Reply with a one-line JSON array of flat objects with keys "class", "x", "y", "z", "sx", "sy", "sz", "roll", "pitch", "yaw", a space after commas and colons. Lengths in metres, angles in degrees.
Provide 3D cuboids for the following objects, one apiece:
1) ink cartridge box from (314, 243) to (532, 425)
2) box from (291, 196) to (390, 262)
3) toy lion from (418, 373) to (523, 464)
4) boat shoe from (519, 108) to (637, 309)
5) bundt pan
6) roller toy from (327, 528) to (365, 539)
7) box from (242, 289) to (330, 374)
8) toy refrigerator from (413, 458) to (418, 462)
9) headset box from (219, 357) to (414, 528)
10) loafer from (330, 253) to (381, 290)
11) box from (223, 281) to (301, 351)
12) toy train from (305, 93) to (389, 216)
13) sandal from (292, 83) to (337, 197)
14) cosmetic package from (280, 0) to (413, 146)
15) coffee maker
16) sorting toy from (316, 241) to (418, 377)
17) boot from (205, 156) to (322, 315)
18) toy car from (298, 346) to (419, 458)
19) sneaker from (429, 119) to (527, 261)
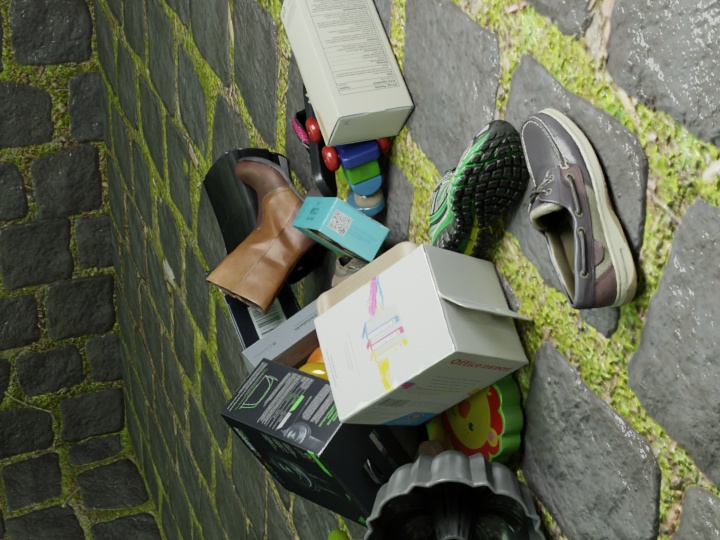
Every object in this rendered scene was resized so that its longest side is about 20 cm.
[{"class": "ink cartridge box", "x": 0.072, "y": 0.069, "z": 1.114, "sx": 0.200, "sy": 0.128, "sz": 0.126, "roll": -35, "pitch": 59, "yaw": 34}, {"class": "box", "x": -0.030, "y": -0.057, "z": 1.388, "sx": 0.049, "sy": 0.082, "sz": 0.200, "roll": -60, "pitch": 14, "yaw": -3}, {"class": "toy lion", "x": 0.115, "y": 0.143, "z": 1.222, "sx": 0.201, "sy": 0.068, "sz": 0.192, "roll": 67, "pitch": 149, "yaw": 27}, {"class": "boat shoe", "x": 0.184, "y": -0.057, "z": 0.939, "sx": 0.072, "sy": 0.064, "sz": 0.201, "roll": 122, "pitch": 133, "yaw": -62}, {"class": "bundt pan", "x": 0.104, "y": 0.277, "z": 1.155, "sx": 0.076, "sy": 0.200, "sz": 0.203, "roll": -83, "pitch": -2, "yaw": -55}, {"class": "roller toy", "x": 0.022, "y": 0.478, "z": 1.496, "sx": 0.182, "sy": 0.139, "sz": 0.202, "roll": -170, "pitch": 67, "yaw": -78}, {"class": "box", "x": -0.083, "y": 0.136, "z": 1.497, "sx": 0.041, "sy": 0.155, "sz": 0.201, "roll": 45, "pitch": 159, "yaw": 28}, {"class": "toy refrigerator", "x": 0.104, "y": 0.342, "z": 1.328, "sx": 0.076, "sy": 0.069, "sz": 0.200, "roll": 90, "pitch": 157, "yaw": -43}, {"class": "headset box", "x": -0.040, "y": 0.212, "z": 1.246, "sx": 0.199, "sy": 0.093, "sz": 0.175, "roll": 13, "pitch": 146, "yaw": 44}, {"class": "loafer", "x": 0.000, "y": 0.000, "z": 1.417, "sx": 0.200, "sy": 0.071, "sz": 0.063, "roll": 159, "pitch": 106, "yaw": -71}, {"class": "box", "x": -0.122, "y": 0.121, "z": 1.637, "sx": 0.200, "sy": 0.104, "sz": 0.149, "roll": 72, "pitch": 173, "yaw": -57}, {"class": "toy train", "x": -0.023, "y": -0.168, "z": 1.392, "sx": 0.200, "sy": 0.084, "sz": 0.116, "roll": -119, "pitch": 11, "yaw": -47}, {"class": "sandal", "x": -0.069, "y": -0.182, "z": 1.440, "sx": 0.075, "sy": 0.045, "sz": 0.201, "roll": 45, "pitch": -148, "yaw": -51}, {"class": "cosmetic package", "x": -0.020, "y": -0.262, "z": 1.287, "sx": 0.071, "sy": 0.104, "sz": 0.201, "roll": 122, "pitch": 134, "yaw": -62}, {"class": "coffee maker", "x": -0.170, "y": -0.086, "z": 1.631, "sx": 0.134, "sy": 0.192, "sz": 0.201, "roll": -31, "pitch": 68, "yaw": 23}, {"class": "sorting toy", "x": 0.026, "y": 0.084, "z": 1.285, "sx": 0.200, "sy": 0.036, "sz": 0.187, "roll": -31, "pitch": 63, "yaw": 46}, {"class": "boot", "x": -0.157, "y": -0.054, "z": 1.532, "sx": 0.188, "sy": 0.200, "sz": 0.069, "roll": 33, "pitch": 164, "yaw": 13}, {"class": "toy car", "x": -0.014, "y": 0.192, "z": 1.445, "sx": 0.201, "sy": 0.174, "sz": 0.150, "roll": 60, "pitch": -152, "yaw": -17}, {"class": "sneaker", "x": 0.110, "y": -0.087, "z": 1.090, "sx": 0.201, "sy": 0.077, "sz": 0.086, "roll": 115, "pitch": 147, "yaw": -50}]
